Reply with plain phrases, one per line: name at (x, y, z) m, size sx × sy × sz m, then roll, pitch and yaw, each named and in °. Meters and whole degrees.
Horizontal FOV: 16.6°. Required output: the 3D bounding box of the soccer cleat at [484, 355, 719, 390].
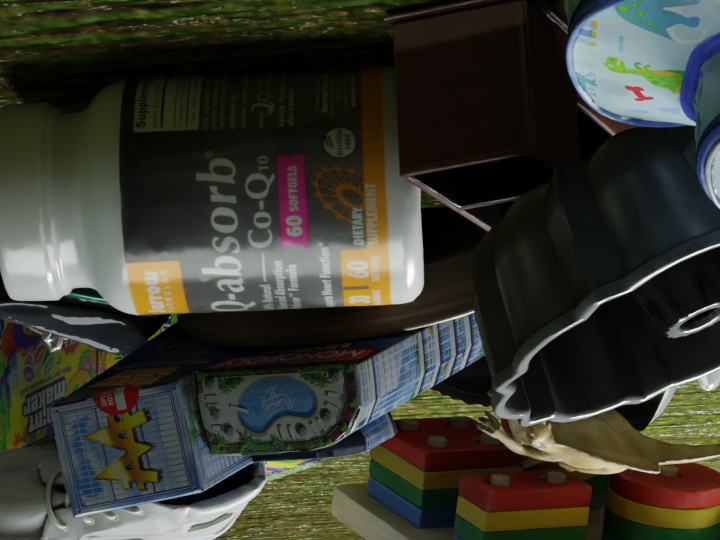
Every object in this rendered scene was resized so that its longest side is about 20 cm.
soccer cleat at (0.102, 0.034, 1.320) m, size 0.199 × 0.078 × 0.069 m, roll -4°, pitch -167°, yaw 33°

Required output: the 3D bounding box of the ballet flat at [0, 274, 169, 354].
ballet flat at (-0.199, 0.003, 1.321) m, size 0.199 × 0.073 × 0.073 m, roll 15°, pitch 163°, yaw -7°

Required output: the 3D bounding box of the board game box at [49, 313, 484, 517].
board game box at (-0.054, 0.066, 1.264) m, size 0.199 × 0.062 × 0.200 m, roll -5°, pitch -167°, yaw 34°

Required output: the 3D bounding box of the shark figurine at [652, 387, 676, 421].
shark figurine at (0.170, 0.032, 1.521) m, size 0.128 × 0.090 × 0.215 m, roll 3°, pitch 142°, yaw 30°

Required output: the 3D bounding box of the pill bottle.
pill bottle at (-0.070, -0.037, 1.179) m, size 0.199 × 0.117 × 0.116 m, roll -3°, pitch 165°, yaw 1°

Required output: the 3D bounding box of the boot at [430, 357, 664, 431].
boot at (0.110, 0.006, 1.388) m, size 0.164 × 0.066 × 0.200 m, roll 11°, pitch 148°, yaw 2°

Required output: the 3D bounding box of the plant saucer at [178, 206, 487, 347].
plant saucer at (0.000, 0.000, 1.299) m, size 0.199 × 0.030 × 0.200 m, roll -10°, pitch -168°, yaw 2°

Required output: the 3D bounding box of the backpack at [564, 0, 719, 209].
backpack at (0.174, -0.103, 0.913) m, size 0.199 × 0.148 × 0.183 m, roll -1°, pitch 163°, yaw 6°

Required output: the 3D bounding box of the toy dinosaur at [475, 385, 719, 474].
toy dinosaur at (0.134, 0.096, 1.367) m, size 0.199 × 0.058 × 0.101 m, roll 9°, pitch -173°, yaw -38°

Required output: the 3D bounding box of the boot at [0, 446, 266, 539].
boot at (-0.155, 0.123, 1.414) m, size 0.199 × 0.074 × 0.096 m, roll -4°, pitch 161°, yaw -23°

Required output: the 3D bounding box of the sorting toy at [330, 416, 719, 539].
sorting toy at (0.115, 0.137, 1.468) m, size 0.198 × 0.070 × 0.200 m, roll -1°, pitch -167°, yaw -27°

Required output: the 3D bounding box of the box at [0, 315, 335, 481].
box at (-0.118, 0.058, 1.514) m, size 0.192 × 0.123 × 0.200 m, roll 7°, pitch 163°, yaw -31°

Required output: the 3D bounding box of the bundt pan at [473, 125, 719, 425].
bundt pan at (0.136, -0.010, 1.099) m, size 0.201 × 0.076 × 0.202 m, roll -22°, pitch 162°, yaw -8°

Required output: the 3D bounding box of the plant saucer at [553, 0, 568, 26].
plant saucer at (0.219, -0.097, 1.133) m, size 0.199 × 0.049 × 0.200 m, roll -11°, pitch 164°, yaw 30°

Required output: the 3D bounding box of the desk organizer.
desk organizer at (0.084, -0.063, 1.180) m, size 0.071 × 0.077 × 0.200 m, roll -9°, pitch 164°, yaw 23°
